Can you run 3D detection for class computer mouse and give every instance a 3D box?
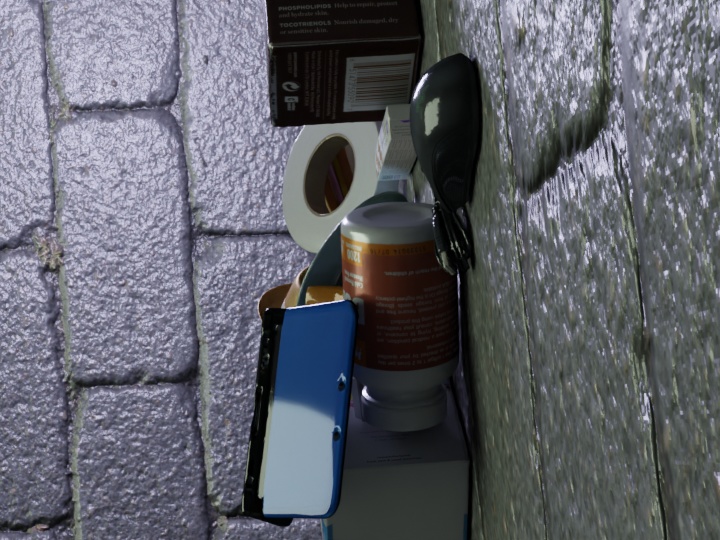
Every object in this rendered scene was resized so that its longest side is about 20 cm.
[{"bbox_3d":[0.068,-0.103,1.346,0.201,0.052,0.140,91,174,-52],"label":"computer mouse"}]

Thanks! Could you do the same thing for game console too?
[{"bbox_3d":[-0.042,0.142,1.488,0.171,0.117,0.203,42,-127,-68],"label":"game console"}]

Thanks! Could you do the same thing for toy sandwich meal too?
[{"bbox_3d":[-0.008,-0.139,2.133,0.205,0.070,0.207,43,-142,-47],"label":"toy sandwich meal"}]

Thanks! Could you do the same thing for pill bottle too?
[{"bbox_3d":[0.039,0.044,1.479,0.112,0.110,0.203,-109,16,-74],"label":"pill bottle"}]

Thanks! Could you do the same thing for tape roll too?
[{"bbox_3d":[-0.027,-0.118,1.968,0.202,0.037,0.206,-18,67,47],"label":"tape roll"}]

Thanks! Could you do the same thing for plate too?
[{"bbox_3d":[0.000,0.000,1.805,0.025,0.200,0.201,36,149,25],"label":"plate"}]

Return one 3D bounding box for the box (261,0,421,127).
[{"bbox_3d":[-0.027,-0.287,1.706,0.166,0.162,0.202,94,171,-64],"label":"box"}]

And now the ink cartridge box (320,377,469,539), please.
[{"bbox_3d":[0.026,0.190,1.589,0.201,0.144,0.148,-100,8,-56],"label":"ink cartridge box"}]

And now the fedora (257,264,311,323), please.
[{"bbox_3d":[-0.037,0.046,2.085,0.202,0.198,0.083,-100,24,-54],"label":"fedora"}]

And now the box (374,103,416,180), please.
[{"bbox_3d":[0.043,-0.143,1.747,0.200,0.041,0.039,105,160,-80],"label":"box"}]

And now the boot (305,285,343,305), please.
[{"bbox_3d":[0.005,0.031,1.688,0.071,0.142,0.203,-54,-30,-44],"label":"boot"}]
